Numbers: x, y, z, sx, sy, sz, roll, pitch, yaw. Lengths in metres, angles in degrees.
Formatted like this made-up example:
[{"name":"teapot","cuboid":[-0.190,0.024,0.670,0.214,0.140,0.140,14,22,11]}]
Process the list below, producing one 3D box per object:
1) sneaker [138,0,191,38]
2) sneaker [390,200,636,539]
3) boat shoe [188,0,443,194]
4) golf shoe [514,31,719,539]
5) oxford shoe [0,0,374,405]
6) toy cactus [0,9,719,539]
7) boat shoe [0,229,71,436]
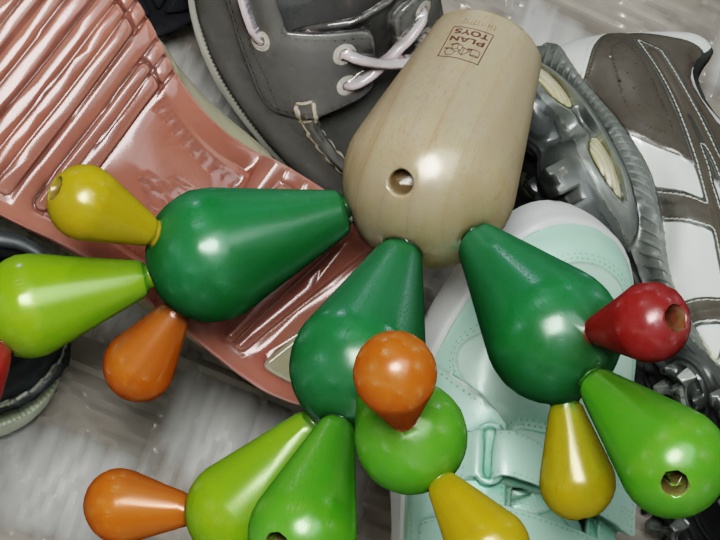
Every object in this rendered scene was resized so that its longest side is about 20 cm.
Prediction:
[{"name":"sneaker","cuboid":[-0.050,-0.151,0.888,0.083,0.072,0.200,24,71,40]},{"name":"sneaker","cuboid":[0.056,0.082,0.765,0.073,0.118,0.202,18,83,-31]},{"name":"boat shoe","cuboid":[-0.016,-0.097,0.825,0.067,0.057,0.201,-34,115,-23]},{"name":"golf shoe","cuboid":[0.110,0.015,0.863,0.094,0.078,0.201,-23,80,-26]},{"name":"oxford shoe","cuboid":[-0.073,-0.034,0.822,0.200,0.074,0.071,45,84,-5]},{"name":"toy cactus","cuboid":[0.000,0.000,0.740,0.199,0.102,0.166,5,54,27]},{"name":"boat shoe","cuboid":[-0.168,0.018,0.769,0.198,0.066,0.075,1,71,-19]}]
